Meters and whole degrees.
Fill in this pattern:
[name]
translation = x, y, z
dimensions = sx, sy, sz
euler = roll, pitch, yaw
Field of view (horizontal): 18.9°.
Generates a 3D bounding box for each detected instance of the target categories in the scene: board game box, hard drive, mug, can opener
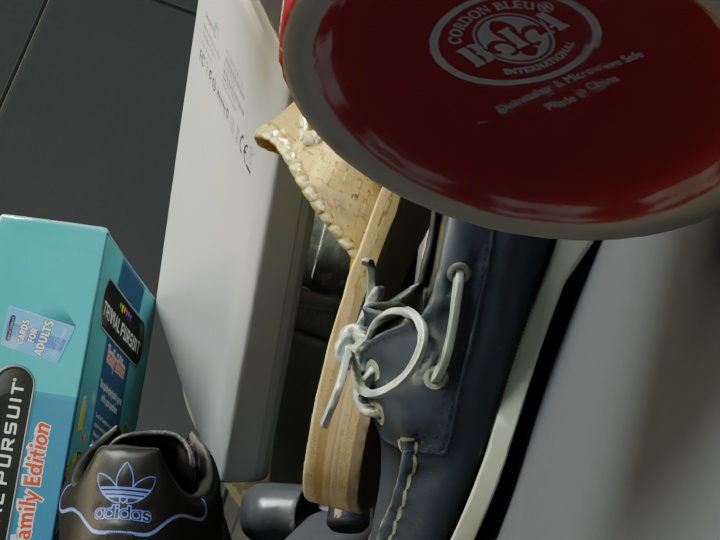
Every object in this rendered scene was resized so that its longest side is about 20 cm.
[board game box]
translation = -0.133, 0.092, 0.905
dimensions = 0.151, 0.047, 0.201
euler = 80, -162, -78
[hard drive]
translation = -0.050, -0.032, 0.887
dimensions = 0.132, 0.026, 0.201
euler = -115, 29, -51
[mug]
translation = 0.057, -0.129, 0.470
dimensions = 0.178, 0.133, 0.201
euler = 112, 173, -59
[can opener]
translation = -0.027, 0.117, 0.828
dimensions = 0.200, 0.067, 0.054
euler = -20, -65, -80

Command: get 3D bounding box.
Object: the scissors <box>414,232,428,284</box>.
[scissors]
translation = 0.018, 0.032, 0.804
dimensions = 0.073, 0.014, 0.201
euler = 96, 179, -64

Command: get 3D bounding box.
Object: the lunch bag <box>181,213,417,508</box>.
[lunch bag]
translation = -0.023, 0.005, 1.038
dimensions = 0.200, 0.117, 0.164
euler = -76, -2, -47

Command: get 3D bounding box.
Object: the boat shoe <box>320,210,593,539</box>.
[boat shoe]
translation = 0.027, 0.018, 0.661
dimensions = 0.075, 0.062, 0.201
euler = -99, 28, -78

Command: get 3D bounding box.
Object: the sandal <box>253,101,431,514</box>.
[sandal]
translation = -0.007, -0.028, 0.739
dimensions = 0.078, 0.069, 0.213
euler = 36, -112, -76

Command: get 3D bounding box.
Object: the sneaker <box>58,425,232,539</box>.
[sneaker]
translation = -0.079, 0.099, 0.851
dimensions = 0.200, 0.070, 0.078
euler = -164, 79, -88

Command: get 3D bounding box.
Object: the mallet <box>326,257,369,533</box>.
[mallet]
translation = 0.000, 0.000, 0.815
dimensions = 0.066, 0.041, 0.201
euler = 134, 143, -74
